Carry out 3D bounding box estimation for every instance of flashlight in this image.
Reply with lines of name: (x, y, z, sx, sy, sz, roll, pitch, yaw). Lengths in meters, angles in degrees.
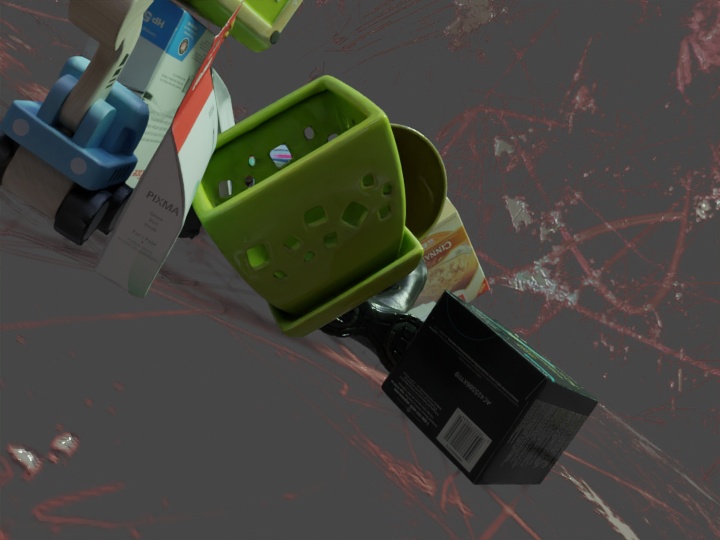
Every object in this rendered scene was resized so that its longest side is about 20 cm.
flashlight: (-0.207, -0.087, 0.825, 0.066, 0.070, 0.201, 5, 20, -14)

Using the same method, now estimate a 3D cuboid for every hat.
hat: (0.000, 0.000, 1.020, 0.196, 0.081, 0.205, 18, 51, -23)

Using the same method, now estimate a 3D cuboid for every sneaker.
sneaker: (0.015, 0.063, 0.854, 0.198, 0.077, 0.091, 34, 3, -18)

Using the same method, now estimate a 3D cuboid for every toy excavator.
toy excavator: (-0.204, -0.130, 0.525, 0.098, 0.203, 0.195, 32, 7, -9)

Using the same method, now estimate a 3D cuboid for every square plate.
square plate: (-0.178, -0.143, 0.912, 0.028, 0.205, 0.200, -8, 5, -4)

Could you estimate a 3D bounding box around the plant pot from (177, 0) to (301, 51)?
plant pot: (-0.147, -0.373, 0.753, 0.181, 0.201, 0.199, 42, 10, 22)

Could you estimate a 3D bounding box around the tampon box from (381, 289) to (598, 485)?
tampon box: (0.147, 0.137, 0.767, 0.149, 0.128, 0.199, 40, 8, 35)

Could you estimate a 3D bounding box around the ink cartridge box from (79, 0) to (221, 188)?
ink cartridge box: (-0.248, -0.197, 0.762, 0.083, 0.203, 0.146, 31, 7, -2)

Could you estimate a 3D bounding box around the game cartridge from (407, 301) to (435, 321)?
game cartridge: (0.105, 0.107, 0.982, 0.128, 0.039, 0.199, 34, 22, 20)

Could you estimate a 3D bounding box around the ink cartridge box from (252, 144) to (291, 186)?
ink cartridge box: (-0.113, -0.097, 0.954, 0.074, 0.141, 0.200, 2, 15, -13)

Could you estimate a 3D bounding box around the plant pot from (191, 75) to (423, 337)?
plant pot: (-0.055, -0.062, 0.731, 0.184, 0.196, 0.201, 63, -5, -32)

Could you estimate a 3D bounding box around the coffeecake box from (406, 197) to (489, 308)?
coffeecake box: (0.122, -0.012, 1.215, 0.202, 0.151, 0.074, 58, 2, -40)

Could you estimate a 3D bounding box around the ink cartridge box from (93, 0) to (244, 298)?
ink cartridge box: (-0.132, -0.101, 0.550, 0.049, 0.201, 0.162, 31, 24, -18)

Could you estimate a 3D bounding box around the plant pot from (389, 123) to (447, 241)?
plant pot: (0.028, -0.144, 1.120, 0.197, 0.202, 0.142, 32, 12, -20)

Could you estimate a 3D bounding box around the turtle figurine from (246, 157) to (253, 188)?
turtle figurine: (-0.200, -0.154, 1.125, 0.150, 0.101, 0.199, 48, -9, -20)
